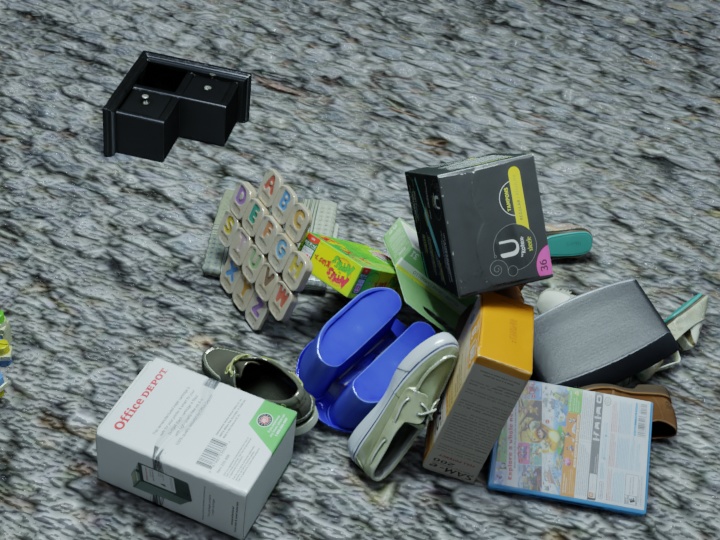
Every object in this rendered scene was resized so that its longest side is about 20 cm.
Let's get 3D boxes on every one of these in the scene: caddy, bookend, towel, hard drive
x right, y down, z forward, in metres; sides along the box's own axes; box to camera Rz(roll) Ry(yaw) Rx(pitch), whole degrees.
[{"bbox_3d":[0.006,0.119,1.484,0.141,0.105,0.199,43,53,10],"label":"caddy"},{"bbox_3d":[-0.303,-0.262,1.896,0.195,0.093,0.201,13,40,5],"label":"bookend"},{"bbox_3d":[-0.132,-0.046,1.722,0.189,0.035,0.202,6,41,2],"label":"towel"},{"bbox_3d":[0.311,0.091,1.527,0.197,0.043,0.136,-23,52,-3],"label":"hard drive"}]

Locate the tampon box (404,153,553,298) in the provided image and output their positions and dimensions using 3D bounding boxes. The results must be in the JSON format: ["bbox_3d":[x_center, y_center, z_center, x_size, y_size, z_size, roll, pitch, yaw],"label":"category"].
[{"bbox_3d":[0.146,-0.063,1.432,0.124,0.153,0.200,-13,8,-7],"label":"tampon box"}]

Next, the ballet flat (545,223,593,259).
[{"bbox_3d":[0.265,-0.044,1.776,0.196,0.069,0.067,1,19,-19],"label":"ballet flat"}]

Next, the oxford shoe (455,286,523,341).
[{"bbox_3d":[0.195,0.050,1.529,0.070,0.072,0.201,7,38,26],"label":"oxford shoe"}]

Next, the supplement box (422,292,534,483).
[{"bbox_3d":[0.143,0.143,1.397,0.072,0.202,0.127,18,37,-4],"label":"supplement box"}]

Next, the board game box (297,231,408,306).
[{"bbox_3d":[0.000,0.000,1.589,0.101,0.048,0.199,32,9,26],"label":"board game box"}]

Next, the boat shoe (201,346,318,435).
[{"bbox_3d":[-0.134,0.138,1.443,0.200,0.061,0.072,25,56,37],"label":"boat shoe"}]

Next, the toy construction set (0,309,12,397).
[{"bbox_3d":[-0.528,0.086,1.440,0.197,0.093,0.132,17,38,-8],"label":"toy construction set"}]

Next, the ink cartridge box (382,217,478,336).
[{"bbox_3d":[0.109,0.020,1.582,0.145,0.048,0.201,36,15,-23],"label":"ink cartridge box"}]

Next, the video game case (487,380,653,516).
[{"bbox_3d":[0.264,0.219,1.427,0.196,0.018,0.146,10,68,1],"label":"video game case"}]

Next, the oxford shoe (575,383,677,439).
[{"bbox_3d":[0.325,0.194,1.483,0.196,0.072,0.072,-2,48,-13],"label":"oxford shoe"}]

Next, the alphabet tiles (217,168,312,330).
[{"bbox_3d":[-0.135,-0.028,1.564,0.014,0.197,0.200,2,36,-42],"label":"alphabet tiles"}]

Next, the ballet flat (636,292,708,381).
[{"bbox_3d":[0.447,0.100,1.639,0.198,0.068,0.063,-29,79,-33],"label":"ballet flat"}]

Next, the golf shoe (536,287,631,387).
[{"bbox_3d":[0.289,0.102,1.585,0.096,0.079,0.201,-17,44,-20],"label":"golf shoe"}]

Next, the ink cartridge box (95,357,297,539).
[{"bbox_3d":[-0.194,0.207,1.351,0.197,0.085,0.146,20,40,13],"label":"ink cartridge box"}]

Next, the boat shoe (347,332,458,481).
[{"bbox_3d":[0.062,0.168,1.383,0.071,0.201,0.062,19,20,-47],"label":"boat shoe"}]
